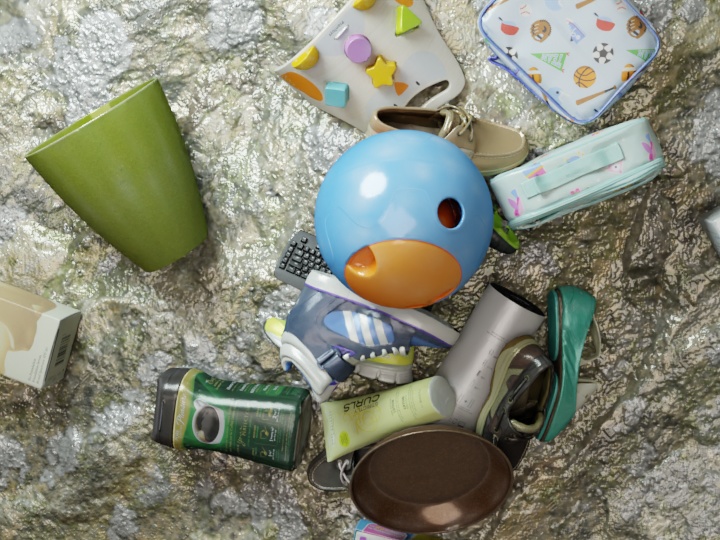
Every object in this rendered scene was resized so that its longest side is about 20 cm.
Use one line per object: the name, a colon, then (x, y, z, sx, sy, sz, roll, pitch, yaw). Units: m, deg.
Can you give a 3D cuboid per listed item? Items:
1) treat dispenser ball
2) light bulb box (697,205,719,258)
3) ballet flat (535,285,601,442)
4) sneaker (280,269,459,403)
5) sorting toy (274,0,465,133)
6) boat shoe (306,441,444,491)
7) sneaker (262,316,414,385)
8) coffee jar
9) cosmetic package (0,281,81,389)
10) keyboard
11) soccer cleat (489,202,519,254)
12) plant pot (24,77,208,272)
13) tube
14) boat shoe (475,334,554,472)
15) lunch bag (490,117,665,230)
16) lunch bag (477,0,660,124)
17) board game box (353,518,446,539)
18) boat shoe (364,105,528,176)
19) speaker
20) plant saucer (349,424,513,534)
treat dispenser ball: (0.048, -0.057, 1.269, 0.200, 0.201, 0.201, 1, 97, 10)
light bulb box: (0.525, -0.020, 1.285, 0.198, 0.125, 0.200, -30, 90, 12)
ballet flat: (0.259, 0.118, 1.382, 0.070, 0.067, 0.200, 4, 100, -5)
sneaker: (0.003, 0.098, 1.348, 0.200, 0.081, 0.147, 21, 93, 5)
sorting toy: (0.027, -0.246, 1.372, 0.180, 0.107, 0.200, 41, 103, -17)
boat shoe: (0.021, 0.243, 1.440, 0.200, 0.057, 0.067, -15, 94, 11)
sneaker: (-0.023, 0.080, 1.425, 0.200, 0.078, 0.090, 14, 91, 2)
coffee jar: (-0.167, 0.188, 1.452, 0.200, 0.085, 0.104, 10, 102, 8)
cosmetic package: (-0.485, 0.073, 1.500, 0.200, 0.071, 0.105, 18, 100, 7)
keyboard: (0.000, 0.000, 1.400, 0.200, 0.040, 0.104, 23, 67, 5)
soccer cleat: (0.104, -0.073, 1.388, 0.200, 0.068, 0.081, 37, 111, 10)
plant pot: (-0.279, -0.106, 1.403, 0.187, 0.187, 0.200, -27, 107, 12)
tube: (0.025, 0.179, 1.394, 0.200, 0.058, 0.052, -22, 115, 39)
boat shoe: (0.187, 0.174, 1.357, 0.073, 0.065, 0.200, -13, 126, -23)
lunch bag: (0.247, -0.108, 1.304, 0.200, 0.160, 0.077, -24, 92, 11)
lunch bag: (0.239, -0.276, 1.330, 0.200, 0.076, 0.160, 44, 104, 1)
board game box: (0.078, 0.420, 1.461, 0.200, 0.040, 0.153, 13, 99, 8)
boat shoe: (0.107, -0.159, 1.344, 0.200, 0.065, 0.071, 1, 58, -8)
speaker: (0.145, 0.117, 1.391, 0.081, 0.081, 0.200, 30, 101, 5)
plant saucer: (0.086, 0.249, 1.380, 0.200, 0.037, 0.201, -1, 131, -1)
